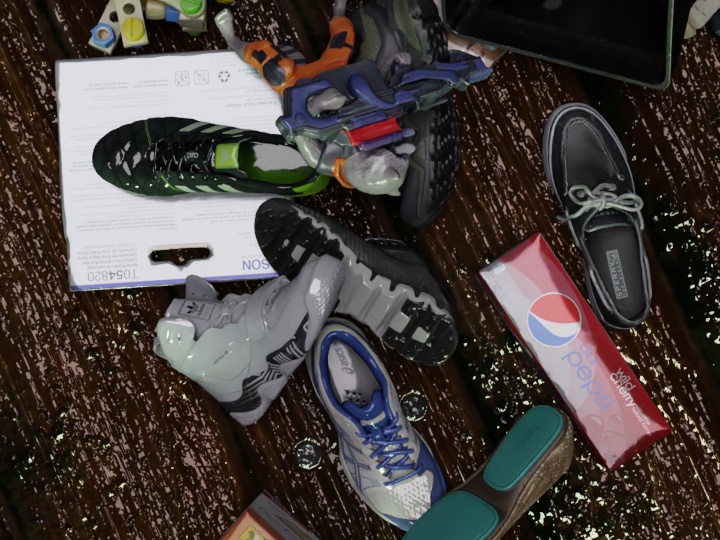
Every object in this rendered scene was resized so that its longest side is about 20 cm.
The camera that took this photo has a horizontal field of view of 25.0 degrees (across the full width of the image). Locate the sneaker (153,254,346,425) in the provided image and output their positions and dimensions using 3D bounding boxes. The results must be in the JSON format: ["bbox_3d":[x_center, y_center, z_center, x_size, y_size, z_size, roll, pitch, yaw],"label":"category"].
[{"bbox_3d":[-0.096,0.040,1.318,0.115,0.200,0.075,31,44,-4],"label":"sneaker"}]

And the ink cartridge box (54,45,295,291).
[{"bbox_3d":[-0.157,-0.086,1.389,0.199,0.041,0.200,-3,88,0],"label":"ink cartridge box"}]

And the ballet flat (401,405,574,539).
[{"bbox_3d":[0.110,0.199,1.349,0.200,0.065,0.071,-42,47,-13],"label":"ballet flat"}]

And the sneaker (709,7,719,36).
[{"bbox_3d":[0.400,-0.211,1.374,0.200,0.074,0.088,-15,92,-1],"label":"sneaker"}]

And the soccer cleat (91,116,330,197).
[{"bbox_3d":[-0.122,-0.093,1.327,0.200,0.081,0.068,3,88,0],"label":"soccer cleat"}]

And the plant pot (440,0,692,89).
[{"bbox_3d":[0.187,-0.294,1.300,0.199,0.200,0.177,18,56,21],"label":"plant pot"}]

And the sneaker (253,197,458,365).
[{"bbox_3d":[0.000,0.000,1.363,0.200,0.091,0.066,34,117,-1],"label":"sneaker"}]

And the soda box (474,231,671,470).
[{"bbox_3d":[0.177,0.068,1.364,0.063,0.070,0.200,-34,88,-2],"label":"soda box"}]

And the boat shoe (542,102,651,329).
[{"bbox_3d":[0.203,-0.048,1.369,0.074,0.068,0.199,-9,87,0],"label":"boat shoe"}]

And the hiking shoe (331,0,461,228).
[{"bbox_3d":[0.026,-0.135,1.383,0.101,0.076,0.200,-3,94,24],"label":"hiking shoe"}]

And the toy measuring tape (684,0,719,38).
[{"bbox_3d":[0.315,-0.287,1.377,0.074,0.074,0.200,38,87,2],"label":"toy measuring tape"}]

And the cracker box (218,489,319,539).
[{"bbox_3d":[-0.052,0.246,1.294,0.134,0.200,0.058,42,87,2],"label":"cracker box"}]

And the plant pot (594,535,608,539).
[{"bbox_3d":[0.116,0.321,1.309,0.184,0.200,0.201,-6,88,12],"label":"plant pot"}]

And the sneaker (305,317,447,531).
[{"bbox_3d":[0.008,0.134,1.355,0.075,0.088,0.200,-30,89,-2],"label":"sneaker"}]

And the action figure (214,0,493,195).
[{"bbox_3d":[-0.003,-0.142,1.299,0.200,0.105,0.194,-11,61,-27],"label":"action figure"}]

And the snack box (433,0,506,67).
[{"bbox_3d":[0.051,-0.255,1.401,0.200,0.024,0.072,41,87,2],"label":"snack box"}]

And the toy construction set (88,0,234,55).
[{"bbox_3d":[-0.165,-0.283,1.375,0.131,0.092,0.200,0,96,-2],"label":"toy construction set"}]
